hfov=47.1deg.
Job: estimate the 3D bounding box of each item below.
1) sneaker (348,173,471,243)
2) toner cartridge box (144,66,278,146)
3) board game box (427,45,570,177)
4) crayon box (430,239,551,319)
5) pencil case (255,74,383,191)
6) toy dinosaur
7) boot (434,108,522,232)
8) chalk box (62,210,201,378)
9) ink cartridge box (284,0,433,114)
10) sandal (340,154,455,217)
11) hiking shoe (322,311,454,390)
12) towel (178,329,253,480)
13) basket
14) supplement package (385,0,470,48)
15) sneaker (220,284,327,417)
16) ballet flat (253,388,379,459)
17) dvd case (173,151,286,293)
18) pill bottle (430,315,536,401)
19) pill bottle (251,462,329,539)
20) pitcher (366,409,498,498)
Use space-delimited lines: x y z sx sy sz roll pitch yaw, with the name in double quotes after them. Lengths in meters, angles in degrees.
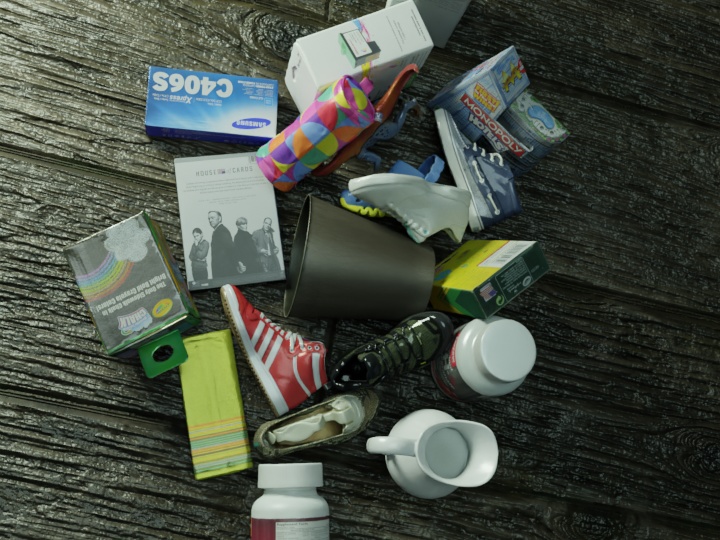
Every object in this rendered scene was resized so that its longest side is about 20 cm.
0.074 -0.086 1.198 0.196 0.075 0.091 8 86 -23 "sneaker"
-0.226 -0.249 1.262 0.195 0.043 0.097 3 78 -11 "toner cartridge box"
0.216 -0.244 1.271 0.200 0.200 0.062 45 73 1 "board game box"
0.174 0.008 1.220 0.126 0.199 0.051 -35 105 -15 "crayon box"
-0.063 -0.199 1.206 0.198 0.088 0.089 -33 84 28 "pencil case"
-0.004 -0.215 1.248 0.180 0.201 0.105 -34 60 -15 "toy dinosaur"
0.185 -0.170 1.307 0.089 0.073 0.204 -19 91 6 "boot"
-0.300 0.044 1.134 0.123 0.124 0.203 -24 85 -6 "chalk box"
-0.006 -0.316 1.269 0.197 0.145 0.085 -23 83 -15 "ink cartridge box"
0.060 -0.128 1.270 0.196 0.079 0.089 -9 102 -22 "sandal"
0.043 0.126 1.169 0.198 0.101 0.077 -29 94 19 "hiking shoe"
-0.211 0.191 1.186 0.084 0.018 0.204 -7 79 -19 "towel"
0.000 0.000 1.213 0.196 0.136 0.184 13 76 -12 "basket"
0.117 -0.462 1.297 0.115 0.200 0.120 16 75 -8 "supplement package"
-0.119 0.096 1.195 0.111 0.071 0.203 -27 92 -12 "sneaker"
-0.057 0.220 1.179 0.196 0.075 0.069 -17 81 -15 "ballet flat"
-0.196 -0.075 1.241 0.147 0.025 0.204 -6 79 -13 "dvd case"
0.177 0.126 1.183 0.108 0.200 0.113 2 77 -11 "pill bottle"
-0.095 0.367 1.122 0.107 0.110 0.205 1 78 -11 "pill bottle"
0.079 0.248 1.136 0.168 0.200 0.124 10 76 -9 "pitcher"
